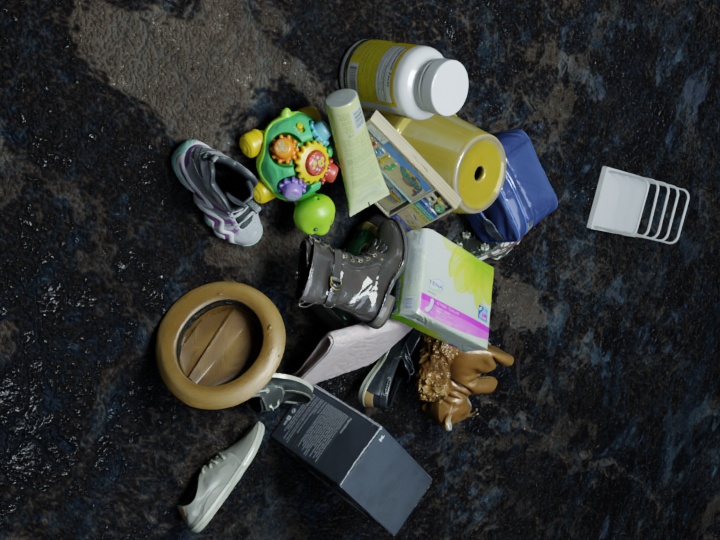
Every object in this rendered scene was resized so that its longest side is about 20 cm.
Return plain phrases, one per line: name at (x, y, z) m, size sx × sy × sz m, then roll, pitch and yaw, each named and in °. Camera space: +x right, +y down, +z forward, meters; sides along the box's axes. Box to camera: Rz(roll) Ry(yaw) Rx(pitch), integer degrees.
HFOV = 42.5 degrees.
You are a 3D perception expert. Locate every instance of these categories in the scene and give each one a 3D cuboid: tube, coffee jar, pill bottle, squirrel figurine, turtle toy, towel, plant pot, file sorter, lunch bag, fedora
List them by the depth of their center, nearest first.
fedora at (-0.207, 0.118, 1.380) m, size 0.201 × 0.200 × 0.082 m, roll -46°, pitch 167°, yaw -21°
tube at (-0.008, -0.177, 1.406) m, size 0.052 × 0.057 × 0.202 m, roll -75°, pitch 155°, yaw -46°
turtle toy at (-0.090, -0.150, 1.406) m, size 0.145 × 0.100 × 0.202 m, roll -30°, pitch 124°, yaw -32°
pill bottle at (0.068, -0.294, 1.434) m, size 0.110 × 0.199 × 0.113 m, roll -17°, pitch 117°, yaw -38°
coffee jar at (0.000, 0.000, 1.546) m, size 0.104 × 0.085 × 0.200 m, roll 43°, pitch 71°, yaw -3°
plant pot at (0.134, -0.178, 1.548) m, size 0.199 × 0.188 × 0.204 m, roll -18°, pitch 117°, yaw -39°
towel at (-0.012, 0.129, 1.551) m, size 0.198 × 0.033 × 0.191 m, roll -16°, pitch 160°, yaw -38°
lunch bag at (0.248, -0.154, 1.685) m, size 0.132 × 0.135 × 0.202 m, roll -39°, pitch 108°, yaw -27°
squirrel figurine at (0.168, 0.206, 1.776) m, size 0.198 × 0.141 × 0.189 m, roll 15°, pitch 106°, yaw -40°
file sorter at (0.627, -0.141, 2.075) m, size 0.198 × 0.124 × 0.141 m, roll 6°, pitch 101°, yaw -44°

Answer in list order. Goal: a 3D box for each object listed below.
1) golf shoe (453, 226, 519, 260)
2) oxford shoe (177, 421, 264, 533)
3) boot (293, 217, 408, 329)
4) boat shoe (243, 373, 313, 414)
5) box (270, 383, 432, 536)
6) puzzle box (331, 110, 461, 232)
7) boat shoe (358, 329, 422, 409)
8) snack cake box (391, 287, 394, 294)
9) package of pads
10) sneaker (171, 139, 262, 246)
golf shoe at (0.253, -0.049, 1.791) m, size 0.199 × 0.077 × 0.089 m, roll -30°, pitch 138°, yaw -26°
oxford shoe at (-0.223, 0.322, 1.481) m, size 0.058 × 0.075 × 0.201 m, roll 38°, pitch 73°, yaw -7°
boot at (-0.017, -0.016, 1.427) m, size 0.173 × 0.069 × 0.203 m, roll 25°, pitch 66°, yaw -32°
boat shoe at (-0.159, 0.199, 1.477) m, size 0.198 × 0.071 × 0.069 m, roll 15°, pitch 57°, yaw -40°
box at (-0.014, 0.321, 1.582) m, size 0.125 × 0.195 × 0.200 m, roll -53°, pitch 132°, yaw -15°
puzzle box at (0.049, -0.151, 1.468) m, size 0.200 × 0.133 × 0.026 m, roll 44°, pitch 53°, yaw -16°
boat shoe at (0.069, 0.172, 1.683) m, size 0.201 × 0.062 × 0.075 m, roll -54°, pitch 149°, yaw -33°
snack cake box at (0.132, 0.024, 1.671) m, size 0.198 × 0.114 × 0.068 m, roll 11°, pitch 98°, yaw -45°
package of pads at (0.141, 0.032, 1.535) m, size 0.199 × 0.068 × 0.157 m, roll 27°, pitch 63°, yaw -41°
sneaker at (-0.175, -0.094, 1.316) m, size 0.078 × 0.139 × 0.200 m, roll -53°, pitch 133°, yaw -15°
